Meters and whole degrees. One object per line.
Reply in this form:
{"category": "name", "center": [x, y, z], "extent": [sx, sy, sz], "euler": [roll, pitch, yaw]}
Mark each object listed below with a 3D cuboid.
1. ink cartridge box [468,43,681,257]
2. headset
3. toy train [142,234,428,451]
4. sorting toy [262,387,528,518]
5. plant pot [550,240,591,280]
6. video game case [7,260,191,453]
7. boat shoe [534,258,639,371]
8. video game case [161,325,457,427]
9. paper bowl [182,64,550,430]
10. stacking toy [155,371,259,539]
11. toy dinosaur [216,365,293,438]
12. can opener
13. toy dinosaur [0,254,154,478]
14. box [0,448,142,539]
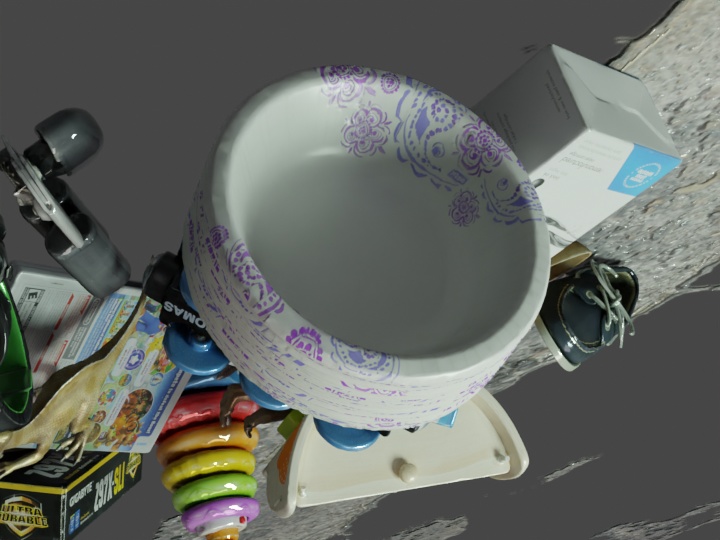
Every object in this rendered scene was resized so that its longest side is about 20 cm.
{"category": "ink cartridge box", "center": [0.092, -0.049, 0.934], "extent": [0.115, 0.067, 0.199], "euler": [8, 142, -48]}
{"category": "headset", "center": [-0.226, 0.006, 0.847], "extent": [0.093, 0.124, 0.201], "euler": [-17, 136, 1]}
{"category": "toy train", "center": [-0.035, 0.027, 0.904], "extent": [0.198, 0.115, 0.087], "euler": [26, 137, 1]}
{"category": "sorting toy", "center": [0.001, 0.136, 1.154], "extent": [0.197, 0.108, 0.180], "euler": [-6, 166, -22]}
{"category": "plant pot", "center": [0.088, 0.019, 1.146], "extent": [0.198, 0.028, 0.200], "euler": [-25, 173, -3]}
{"category": "video game case", "center": [-0.200, 0.069, 1.054], "extent": [0.199, 0.018, 0.144], "euler": [11, 114, -49]}
{"category": "boat shoe", "center": [0.191, 0.033, 1.190], "extent": [0.061, 0.076, 0.200], "euler": [-26, 175, 21]}
{"category": "video game case", "center": [-0.036, 0.057, 1.004], "extent": [0.197, 0.018, 0.143], "euler": [16, -172, -6]}
{"category": "paper bowl", "center": [-0.001, -0.006, 0.814], "extent": [0.198, 0.203, 0.105], "euler": [-4, 150, -24]}
{"category": "stacking toy", "center": [-0.129, 0.192, 1.268], "extent": [0.108, 0.203, 0.116], "euler": [-18, 159, 13]}
{"category": "toy dinosaur", "center": [-0.049, 0.075, 1.189], "extent": [0.134, 0.087, 0.200], "euler": [-20, 155, 16]}
{"category": "can opener", "center": [-0.161, -0.038, 0.850], "extent": [0.067, 0.054, 0.200], "euler": [-36, 167, -6]}
{"category": "toy dinosaur", "center": [-0.194, 0.083, 0.979], "extent": [0.200, 0.058, 0.101], "euler": [-46, 175, -39]}
{"category": "box", "center": [-0.271, 0.158, 1.129], "extent": [0.157, 0.050, 0.200], "euler": [6, -173, 8]}
